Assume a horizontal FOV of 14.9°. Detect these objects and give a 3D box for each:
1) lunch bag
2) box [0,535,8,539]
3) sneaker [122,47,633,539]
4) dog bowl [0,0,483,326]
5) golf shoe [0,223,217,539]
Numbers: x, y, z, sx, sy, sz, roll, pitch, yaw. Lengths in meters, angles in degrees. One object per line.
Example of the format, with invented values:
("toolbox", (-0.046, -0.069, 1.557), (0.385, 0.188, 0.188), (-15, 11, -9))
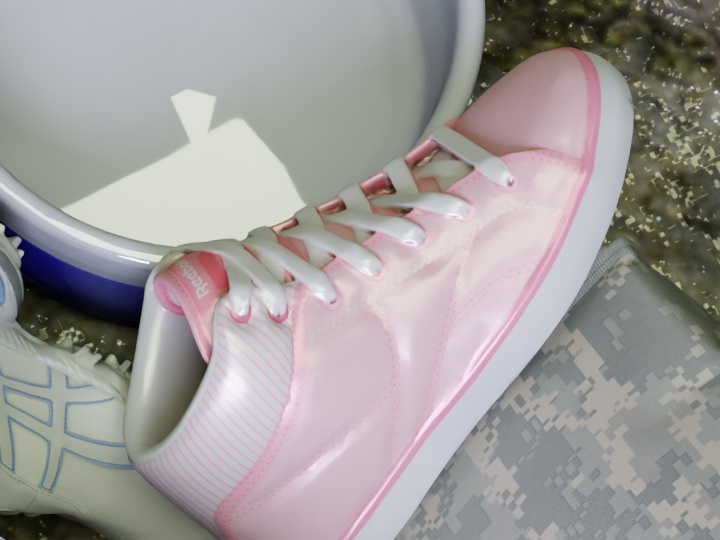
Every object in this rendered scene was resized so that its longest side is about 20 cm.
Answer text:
("lunch bag", (0.080, 0.124, 0.884), (0.200, 0.117, 0.164), (-45, 52, 9))
("box", (-0.122, 0.159, 0.826), (0.198, 0.200, 0.124), (33, 70, 5))
("sneaker", (0.000, 0.000, 0.869), (0.104, 0.075, 0.201), (33, 92, -29))
("dog bowl", (-0.060, -0.083, 0.971), (0.199, 0.079, 0.201), (2, 72, -8))
("golf shoe", (-0.121, 0.056, 0.902), (0.200, 0.078, 0.097), (46, 66, -18))
